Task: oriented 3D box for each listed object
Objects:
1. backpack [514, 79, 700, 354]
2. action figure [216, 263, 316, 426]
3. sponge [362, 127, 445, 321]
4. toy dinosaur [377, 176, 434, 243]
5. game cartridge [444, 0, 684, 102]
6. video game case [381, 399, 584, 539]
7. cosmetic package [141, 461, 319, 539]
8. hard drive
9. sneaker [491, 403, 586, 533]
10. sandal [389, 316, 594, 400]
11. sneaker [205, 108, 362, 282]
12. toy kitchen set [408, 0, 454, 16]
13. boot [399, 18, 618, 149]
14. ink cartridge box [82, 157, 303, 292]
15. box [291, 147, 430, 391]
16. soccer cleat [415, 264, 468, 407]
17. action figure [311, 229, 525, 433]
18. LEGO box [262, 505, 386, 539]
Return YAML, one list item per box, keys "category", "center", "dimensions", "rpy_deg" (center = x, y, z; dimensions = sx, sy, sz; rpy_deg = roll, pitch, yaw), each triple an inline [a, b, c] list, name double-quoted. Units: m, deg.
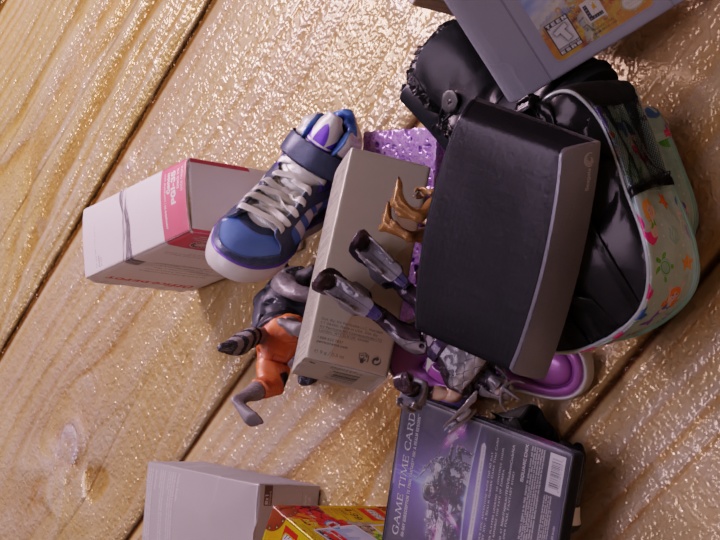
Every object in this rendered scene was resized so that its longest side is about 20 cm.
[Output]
- category: "backpack"
  center: [0.185, -0.036, 1.601]
  dimensions: [0.177, 0.150, 0.200]
  rpy_deg: [-32, 72, 42]
- category: "action figure"
  center: [-0.070, 0.034, 1.901]
  dimensions: [0.194, 0.105, 0.200]
  rpy_deg: [-76, 3, -67]
- category: "sponge"
  center: [0.040, -0.035, 1.873]
  dimensions: [0.112, 0.030, 0.200]
  rpy_deg: [3, 87, 50]
- category: "toy dinosaur"
  center: [0.073, -0.035, 1.656]
  dimensions: [0.200, 0.106, 0.060]
  rpy_deg: [-88, 14, -61]
- category: "game cartridge"
  center: [0.174, -0.243, 1.613]
  dimensions: [0.200, 0.133, 0.042]
  rpy_deg: [-32, 24, 11]
- category: "video game case"
  center: [0.101, 0.198, 1.687]
  dimensions: [0.200, 0.019, 0.143]
  rpy_deg: [18, 103, 45]
- category: "cosmetic package"
  center: [-0.136, 0.257, 2.007]
  dimensions: [0.200, 0.090, 0.107]
  rpy_deg: [7, 90, 47]
- category: "hard drive"
  center: [0.109, -0.024, 1.547]
  dimensions: [0.135, 0.042, 0.200]
  rpy_deg: [24, 112, 32]
- category: "sneaker"
  center: [0.126, 0.154, 1.723]
  dimensions: [0.200, 0.066, 0.091]
  rpy_deg: [24, 101, 45]
- category: "sandal"
  center: [0.105, 0.076, 1.717]
  dimensions: [0.202, 0.050, 0.083]
  rpy_deg: [-1, 101, 31]
- category: "sneaker"
  center: [-0.067, -0.086, 1.866]
  dimensions: [0.081, 0.200, 0.147]
  rpy_deg: [32, 124, 14]
- category: "toy kitchen set"
  center: [0.102, -0.333, 1.718]
  dimensions: [0.200, 0.180, 0.163]
  rpy_deg: [52, 122, 42]
- category: "boot"
  center: [0.123, -0.165, 1.741]
  dimensions: [0.168, 0.076, 0.200]
  rpy_deg: [59, 135, 24]
- category: "ink cartridge box"
  center: [-0.178, -0.044, 2.044]
  dimensions: [0.200, 0.146, 0.083]
  rpy_deg: [-20, 70, 47]
- category: "box"
  center: [0.000, 0.000, 1.774]
  dimensions: [0.095, 0.078, 0.200]
  rpy_deg: [130, 153, -75]
- category: "soccer cleat"
  center: [0.075, 0.037, 1.786]
  dimensions: [0.067, 0.076, 0.200]
  rpy_deg: [12, 94, 50]
- category: "action figure"
  center: [0.056, 0.053, 1.674]
  dimensions: [0.200, 0.069, 0.130]
  rpy_deg: [38, 80, 11]
- category: "LEGO box"
  center: [0.021, 0.290, 1.763]
  dimensions: [0.200, 0.149, 0.077]
  rpy_deg: [33, 110, 46]
